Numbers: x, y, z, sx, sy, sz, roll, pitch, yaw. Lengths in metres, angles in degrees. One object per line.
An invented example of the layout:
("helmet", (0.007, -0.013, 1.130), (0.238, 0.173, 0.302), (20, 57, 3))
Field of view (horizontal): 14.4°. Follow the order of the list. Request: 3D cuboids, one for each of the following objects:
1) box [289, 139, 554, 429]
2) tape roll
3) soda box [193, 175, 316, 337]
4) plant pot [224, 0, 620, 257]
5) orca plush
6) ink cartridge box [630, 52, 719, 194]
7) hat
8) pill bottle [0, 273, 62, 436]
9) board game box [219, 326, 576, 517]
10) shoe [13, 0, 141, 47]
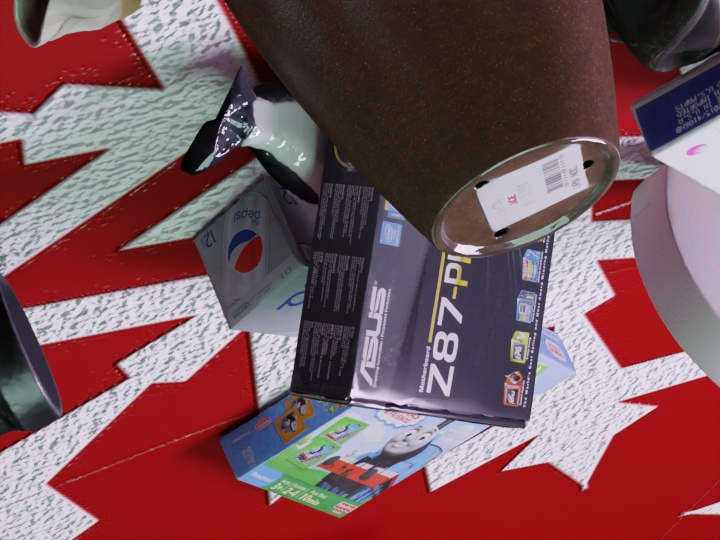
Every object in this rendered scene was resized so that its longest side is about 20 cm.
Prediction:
("box", (0.041, -0.023, 1.515), (0.049, 0.202, 0.161), (7, 177, 41))
("tape roll", (0.252, 0.009, 1.742), (0.202, 0.204, 0.037), (2, 145, -44))
("soda box", (0.000, 0.000, 1.656), (0.068, 0.064, 0.199), (-39, 151, 30))
("plant pot", (0.038, -0.115, 1.309), (0.186, 0.201, 0.187), (-20, 154, -10))
("orca plush", (-0.033, -0.052, 1.520), (0.071, 0.106, 0.199), (-2, 178, 38))
("ink cartridge box", (0.277, -0.100, 1.581), (0.196, 0.044, 0.200), (-30, 155, 23))
("hat", (0.169, -0.156, 1.486), (0.199, 0.081, 0.201), (-19, 154, -10))
("pill bottle", (-0.266, 0.080, 1.517), (0.199, 0.112, 0.112), (-25, 155, -1))
("board game box", (0.027, 0.089, 1.884), (0.199, 0.037, 0.151), (-34, 153, 16))
("shoe", (-0.127, -0.158, 1.229), (0.053, 0.070, 0.200), (-26, 158, -15))
